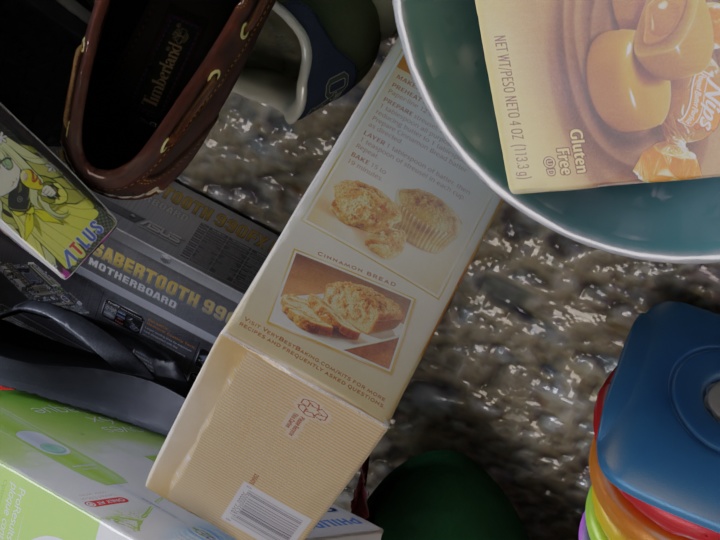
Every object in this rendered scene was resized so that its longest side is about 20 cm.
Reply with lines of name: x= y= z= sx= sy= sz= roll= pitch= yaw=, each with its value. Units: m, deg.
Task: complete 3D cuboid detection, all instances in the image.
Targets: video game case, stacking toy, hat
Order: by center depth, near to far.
video game case: x=-0.185 y=-0.072 z=0.829 sx=0.181 sy=0.036 sz=0.200 roll=44 pitch=173 yaw=-12
stacking toy: x=0.146 y=0.120 z=0.955 sx=0.109 sy=0.116 sz=0.200 roll=22 pitch=140 yaw=5
hat: x=0.029 y=0.100 z=1.030 sx=0.200 sy=0.165 sz=0.177 roll=172 pitch=89 yaw=-67

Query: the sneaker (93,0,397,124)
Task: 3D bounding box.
sneaker: x=-0.084 y=-0.129 z=0.850 sx=0.200 sy=0.090 sz=0.067 roll=27 pitch=139 yaw=2

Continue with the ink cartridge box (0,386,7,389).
ink cartridge box: x=-0.195 y=0.122 z=1.177 sx=0.176 sy=0.045 sz=0.200 roll=31 pitch=136 yaw=-5

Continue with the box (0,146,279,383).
box: x=-0.109 y=0.026 z=1.039 sx=0.199 sy=0.048 sz=0.159 roll=27 pitch=136 yaw=2

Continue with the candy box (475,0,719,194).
candy box: x=0.091 y=-0.130 z=0.643 sx=0.115 sy=0.055 sz=0.201 roll=-4 pitch=110 yaw=21

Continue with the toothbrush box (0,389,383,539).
toothbrush box: x=-0.115 y=0.126 z=0.928 sx=0.200 sy=0.145 sz=0.086 roll=24 pitch=103 yaw=38

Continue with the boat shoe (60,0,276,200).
boat shoe: x=-0.061 y=-0.121 z=0.781 sx=0.070 sy=0.201 sz=0.070 roll=19 pitch=-179 yaw=4

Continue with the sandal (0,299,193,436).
sandal: x=-0.120 y=0.046 z=0.990 sx=0.199 sy=0.076 sz=0.043 roll=16 pitch=96 yaw=13

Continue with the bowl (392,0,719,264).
bowl: x=0.121 y=-0.115 z=0.730 sx=0.200 sy=0.105 sz=0.202 roll=8 pitch=116 yaw=16

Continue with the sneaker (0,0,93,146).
sneaker: x=-0.157 y=-0.130 z=0.902 sx=0.071 sy=0.083 sz=0.200 roll=-19 pitch=151 yaw=11

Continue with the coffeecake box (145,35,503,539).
coffeecake box: x=0.000 y=0.000 z=0.832 sx=0.073 sy=0.200 sz=0.154 roll=29 pitch=148 yaw=-1
